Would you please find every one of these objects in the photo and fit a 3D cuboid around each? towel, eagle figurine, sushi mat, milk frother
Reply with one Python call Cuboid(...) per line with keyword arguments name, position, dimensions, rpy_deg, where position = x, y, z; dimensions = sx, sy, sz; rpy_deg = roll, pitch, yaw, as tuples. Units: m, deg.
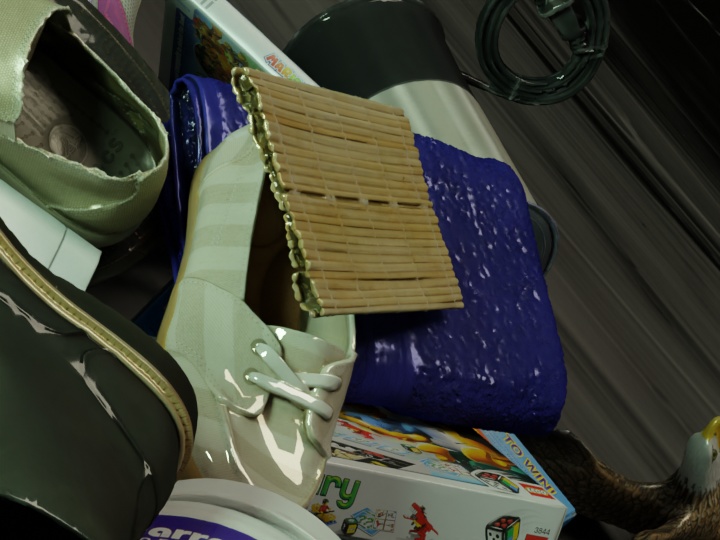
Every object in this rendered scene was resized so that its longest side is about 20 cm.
Cuboid(name="towel", position=(0.000, 0.000, 1.001), dimensions=(0.200, 0.050, 0.148), rpy_deg=(12, 57, -38))
Cuboid(name="eagle figurine", position=(0.169, 0.144, 1.287), dimensions=(0.199, 0.151, 0.152), rpy_deg=(-10, 10, -32))
Cuboid(name="sushi mat", position=(-0.001, -0.028, 0.895), dimensions=(0.200, 0.012, 0.096), rpy_deg=(1, 73, -72))
Cuboid(name="milk frother", position=(0.079, -0.082, 1.374), dimensions=(0.180, 0.200, 0.188), rpy_deg=(28, 28, -48))

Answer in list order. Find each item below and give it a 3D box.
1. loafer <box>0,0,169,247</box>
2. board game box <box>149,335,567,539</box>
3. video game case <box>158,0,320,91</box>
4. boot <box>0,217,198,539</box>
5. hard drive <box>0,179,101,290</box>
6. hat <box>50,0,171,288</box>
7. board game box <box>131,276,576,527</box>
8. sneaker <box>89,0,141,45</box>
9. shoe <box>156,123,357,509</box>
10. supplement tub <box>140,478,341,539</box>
Cuboid(name="loafer", position=(-0.152, -0.088, 0.893), dimensions=(0.200, 0.068, 0.076), rpy_deg=(36, 55, -22))
Cuboid(name="board game box", position=(-0.027, 0.074, 0.947), dimensions=(0.200, 0.035, 0.126), rpy_deg=(14, 12, -30))
Cuboid(name="video game case", position=(-0.034, -0.064, 1.225), dimensions=(0.200, 0.018, 0.143), rpy_deg=(43, -20, 10))
Cuboid(name="boot", position=(-0.141, 0.027, 0.679), dimensions=(0.200, 0.078, 0.138), rpy_deg=(29, 19, -9))
Cuboid(name="hard drive", position=(-0.205, -0.008, 0.847), dimensions=(0.200, 0.027, 0.132), rpy_deg=(37, 58, -23))
Cuboid(name="hat", position=(-0.179, -0.058, 0.982), dimensions=(0.200, 0.081, 0.201), rpy_deg=(17, 51, -23))
Cuboid(name="board game box", position=(-0.001, 0.080, 1.127), dimensions=(0.200, 0.056, 0.196), rpy_deg=(51, 21, 11))
Cuboid(name="sneaker", position=(-0.161, -0.154, 1.119), dimensions=(0.088, 0.081, 0.201), rpy_deg=(-20, 101, -53))
Cuboid(name="shoe", position=(-0.038, 0.016, 0.864), dimensions=(0.070, 0.053, 0.200), rpy_deg=(25, 44, -29))
Cuboid(name="supplement tub", position=(-0.070, 0.162, 0.724), dimensions=(0.145, 0.145, 0.200), rpy_deg=(45, 21, -5))
